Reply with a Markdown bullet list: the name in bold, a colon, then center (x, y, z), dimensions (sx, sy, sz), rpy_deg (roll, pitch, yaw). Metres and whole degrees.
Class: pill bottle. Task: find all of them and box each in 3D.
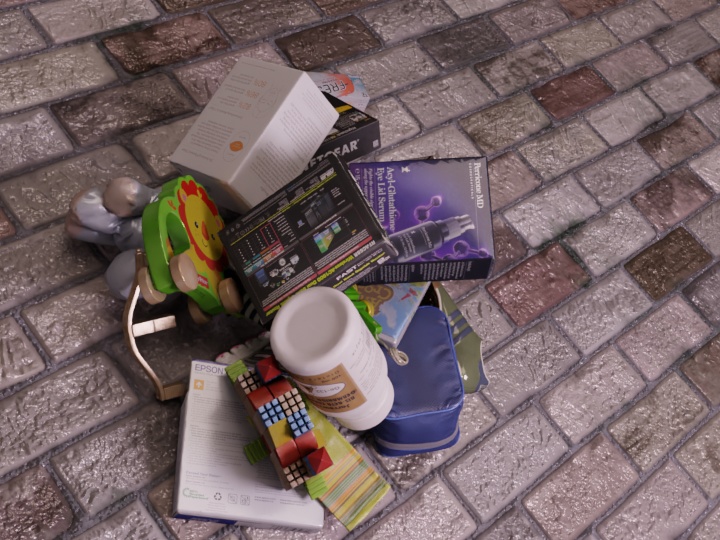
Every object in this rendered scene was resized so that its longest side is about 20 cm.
- **pill bottle**: center (-0.028, 0.119, 1.370), dimensions (0.112, 0.201, 0.116), rpy_deg (-11, 54, 15)

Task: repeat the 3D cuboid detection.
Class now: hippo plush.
- **hippo plush**: center (-0.313, -0.026, 1.501), dimensions (0.199, 0.157, 0.164), rpy_deg (4, 71, -59)

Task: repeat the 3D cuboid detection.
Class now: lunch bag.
- **lunch bag**: center (0.067, 0.155, 1.538), dimensions (0.133, 0.133, 0.202), rpy_deg (-6, 53, -4)

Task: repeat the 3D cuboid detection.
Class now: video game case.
- **video game case**: center (0.000, 0.000, 1.549), dimensions (0.197, 0.022, 0.183), rpy_deg (22, 60, 15)

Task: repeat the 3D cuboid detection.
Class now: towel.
- **towel**: center (-0.053, 0.237, 1.409), dimensions (0.200, 0.018, 0.086), rpy_deg (47, 56, 2)

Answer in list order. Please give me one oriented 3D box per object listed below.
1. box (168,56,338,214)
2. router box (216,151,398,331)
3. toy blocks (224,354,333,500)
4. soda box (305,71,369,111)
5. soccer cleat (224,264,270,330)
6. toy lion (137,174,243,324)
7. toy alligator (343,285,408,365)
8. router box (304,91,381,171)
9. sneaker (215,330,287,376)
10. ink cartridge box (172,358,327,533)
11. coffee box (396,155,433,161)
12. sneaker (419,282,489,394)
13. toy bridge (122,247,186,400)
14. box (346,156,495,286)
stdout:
- **box**: center (-0.156, -0.194, 1.591), dimensions (0.151, 0.106, 0.201), rpy_deg (22, 74, 42)
- **router box**: center (-0.070, -0.035, 1.419), dimensions (0.151, 0.199, 0.062), rpy_deg (60, 8, 24)
- **toy blocks**: center (-0.096, 0.186, 1.329), dimensions (0.099, 0.137, 0.202), rpy_deg (-26, 81, -16)
- **soda box**: center (-0.087, -0.295, 1.857), dimensions (0.197, 0.069, 0.064), rpy_deg (-3, 49, -29)
- **soccer cleat**: center (-0.130, 0.035, 1.486), dimensions (0.198, 0.082, 0.067), rpy_deg (11, 35, 39)
- **toy lion**: center (-0.225, -0.039, 1.418), dimensions (0.200, 0.068, 0.195), rpy_deg (34, 40, -65)
- **toy alligator**: center (-0.012, 0.069, 1.464), dimensions (0.059, 0.054, 0.201), rpy_deg (2, 43, -54)
- **router box**: center (-0.090, -0.210, 1.731), dimensions (0.198, 0.053, 0.157), rpy_deg (-26, 39, -27)
- **sneaker**: center (-0.115, 0.130, 1.504), dimensions (0.198, 0.074, 0.088), rpy_deg (-28, 70, -35)
- **ink cartridge box**: center (-0.140, 0.229, 1.408), dimensions (0.193, 0.043, 0.203), rpy_deg (11, 61, -19)
- **coffee box**: center (0.022, -0.095, 1.646), dimensions (0.080, 0.197, 0.116), rpy_deg (-49, 129, -57)
- **sneaker**: center (0.144, 0.104, 1.671), dimensions (0.089, 0.067, 0.203), rpy_deg (12, 48, -31)
- **toy bridge**: center (-0.275, 0.071, 1.415), dimensions (0.066, 0.027, 0.204), rpy_deg (-13, 100, -31)
- **box**: center (0.082, -0.067, 1.493), dimensions (0.196, 0.104, 0.151), rpy_deg (-4, 74, 1)
